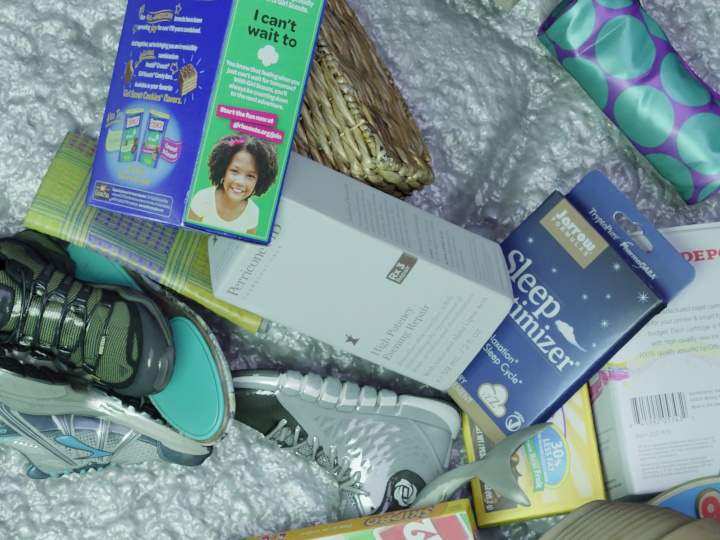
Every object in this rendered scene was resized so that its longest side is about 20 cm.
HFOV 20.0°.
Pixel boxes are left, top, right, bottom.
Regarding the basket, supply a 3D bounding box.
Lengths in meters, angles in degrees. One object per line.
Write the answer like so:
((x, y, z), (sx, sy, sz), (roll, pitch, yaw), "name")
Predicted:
((-0.055, -0.119, 1.551), (0.148, 0.143, 0.201), (-32, 77, 17), "basket")

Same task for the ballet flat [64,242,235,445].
((-0.141, 0.047, 1.490), (0.072, 0.072, 0.201), (-32, 63, -18), "ballet flat")

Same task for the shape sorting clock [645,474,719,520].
((0.267, 0.252, 1.537), (0.198, 0.039, 0.202), (-4, 107, -14), "shape sorting clock")

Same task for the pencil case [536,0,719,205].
((0.235, -0.151, 1.636), (0.092, 0.085, 0.200), (-41, 89, 10), "pencil case")

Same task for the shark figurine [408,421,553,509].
((0.063, 0.194, 1.504), (0.127, 0.216, 0.089), (20, 27, 16), "shark figurine")

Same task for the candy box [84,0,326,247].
((-0.108, -0.129, 1.414), (0.077, 0.169, 0.202), (11, 92, -32), "candy box")

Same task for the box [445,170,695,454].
((0.142, 0.028, 1.536), (0.200, 0.032, 0.121), (-44, 71, 5), "box")

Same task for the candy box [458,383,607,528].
((0.124, 0.090, 1.567), (0.101, 0.026, 0.202), (-10, 78, 4), "candy box")

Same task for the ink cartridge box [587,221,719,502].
((0.245, 0.072, 1.584), (0.143, 0.085, 0.202), (-5, 79, -14), "ink cartridge box")

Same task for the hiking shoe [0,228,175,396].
((-0.218, 0.037, 1.439), (0.100, 0.199, 0.076), (-9, 120, -48), "hiking shoe")

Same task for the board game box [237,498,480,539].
((-0.008, 0.227, 1.457), (0.199, 0.030, 0.096), (-11, 106, 15), "board game box")

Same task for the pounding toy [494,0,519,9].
((0.136, -0.323, 1.646), (0.184, 0.142, 0.200), (39, 68, 14), "pounding toy")

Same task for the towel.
((-0.143, -0.026, 1.509), (0.199, 0.023, 0.144), (25, 29, -8), "towel")

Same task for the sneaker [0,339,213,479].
((-0.205, 0.112, 1.486), (0.199, 0.078, 0.087), (20, 111, -23), "sneaker")

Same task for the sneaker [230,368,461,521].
((-0.024, 0.141, 1.512), (0.198, 0.075, 0.116), (10, 77, -12), "sneaker")

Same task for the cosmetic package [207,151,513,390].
((0.000, 0.000, 1.459), (0.199, 0.102, 0.074), (21, 32, -22), "cosmetic package")

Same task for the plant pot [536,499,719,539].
((0.166, 0.229, 1.433), (0.200, 0.201, 0.093), (-35, 64, -18), "plant pot")
